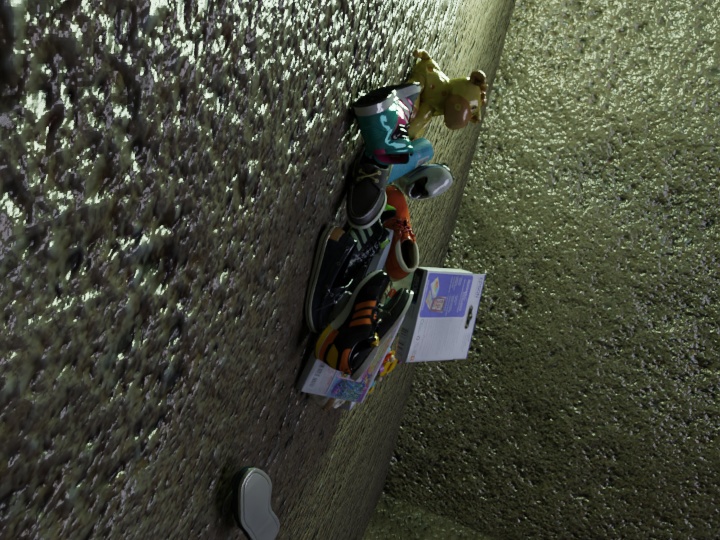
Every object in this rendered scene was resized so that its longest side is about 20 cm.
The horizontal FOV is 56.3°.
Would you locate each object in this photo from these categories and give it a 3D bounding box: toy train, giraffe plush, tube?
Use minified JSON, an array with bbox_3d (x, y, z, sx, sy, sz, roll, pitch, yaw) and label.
[{"bbox_3d":[0.010,0.211,1.451,0.149,0.056,0.200,-1,138,-51],"label":"toy train"},{"bbox_3d":[0.171,-0.345,1.372,0.172,0.160,0.203,17,91,-78],"label":"giraffe plush"},{"bbox_3d":[0.066,-0.204,1.305,0.199,0.050,0.078,-33,138,-41],"label":"tube"}]

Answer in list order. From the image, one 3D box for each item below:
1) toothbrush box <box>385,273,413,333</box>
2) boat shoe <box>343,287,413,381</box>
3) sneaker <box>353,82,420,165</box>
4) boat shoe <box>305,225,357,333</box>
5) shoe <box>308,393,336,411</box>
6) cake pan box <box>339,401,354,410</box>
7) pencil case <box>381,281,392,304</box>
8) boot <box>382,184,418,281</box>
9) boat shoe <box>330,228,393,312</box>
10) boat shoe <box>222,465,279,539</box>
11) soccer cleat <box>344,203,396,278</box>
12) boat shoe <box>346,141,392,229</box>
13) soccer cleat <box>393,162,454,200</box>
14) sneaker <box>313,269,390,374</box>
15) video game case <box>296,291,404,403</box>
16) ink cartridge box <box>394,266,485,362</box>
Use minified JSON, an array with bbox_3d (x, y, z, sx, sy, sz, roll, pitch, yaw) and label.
[{"bbox_3d":[0.098,0.065,1.533,0.085,0.198,0.148,8,101,-76],"label":"toothbrush box"},{"bbox_3d":[0.024,0.105,1.235,0.201,0.060,0.074,-54,-176,-13],"label":"boat shoe"},{"bbox_3d":[0.057,-0.239,1.120,0.200,0.083,0.122,-44,129,-53],"label":"sneaker"},{"bbox_3d":[-0.049,0.023,1.134,0.075,0.062,0.202,-51,157,-62],"label":"boat shoe"},{"bbox_3d":[-0.039,0.189,1.376,0.201,0.053,0.070,-58,-179,-29],"label":"shoe"},{"bbox_3d":[0.000,0.226,1.682,0.200,0.052,0.186,-35,142,-71],"label":"cake pan box"},{"bbox_3d":[-0.003,0.075,1.387,0.078,0.089,0.201,-44,-167,46],"label":"pencil case"},{"bbox_3d":[0.082,-0.084,1.382,0.107,0.074,0.203,155,-70,-72],"label":"boot"},{"bbox_3d":[0.000,0.001,1.313,0.201,0.067,0.074,-65,170,-5],"label":"boat shoe"},{"bbox_3d":[-0.171,0.359,1.040,0.075,0.061,0.201,-46,147,-30],"label":"boat shoe"},{"bbox_3d":[0.007,-0.048,1.238,0.068,0.080,0.202,84,26,-62],"label":"soccer cleat"},{"bbox_3d":[0.017,-0.166,1.159,0.061,0.071,0.203,81,22,-57],"label":"boat shoe"},{"bbox_3d":[0.109,-0.185,1.404,0.086,0.199,0.070,-41,113,-21],"label":"soccer cleat"},{"bbox_3d":[0.008,0.093,1.175,0.201,0.089,0.070,-51,155,-21],"label":"sneaker"},{"bbox_3d":[-0.015,0.150,1.284,0.181,0.024,0.202,23,95,-47],"label":"video game case"},{"bbox_3d":[0.172,0.094,1.436,0.198,0.047,0.200,4,101,-45],"label":"ink cartridge box"}]
